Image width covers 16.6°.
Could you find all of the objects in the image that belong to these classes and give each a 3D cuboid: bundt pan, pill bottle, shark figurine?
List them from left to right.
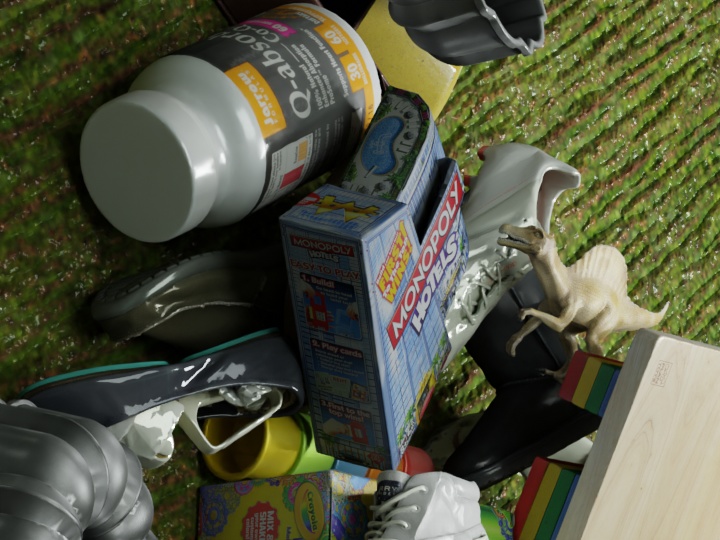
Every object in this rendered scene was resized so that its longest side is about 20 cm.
[{"bbox_3d":[-0.175,0.175,1.417,0.202,0.075,0.203,1,90,-71],"label":"bundt pan"},{"bbox_3d":[-0.084,-0.095,1.607,0.200,0.116,0.117,-32,106,-49],"label":"pill bottle"},{"bbox_3d":[0.053,-0.234,1.717,0.202,0.075,0.202,52,27,-41],"label":"bundt pan"},{"bbox_3d":[0.151,0.159,1.851,0.214,0.089,0.128,37,64,-6],"label":"shark figurine"}]

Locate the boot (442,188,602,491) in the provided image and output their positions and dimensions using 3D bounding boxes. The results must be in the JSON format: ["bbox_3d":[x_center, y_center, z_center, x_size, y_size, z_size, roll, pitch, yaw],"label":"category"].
[{"bbox_3d":[0.081,0.050,1.780,0.164,0.066,0.201,-24,83,-37],"label":"boot"}]

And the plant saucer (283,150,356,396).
[{"bbox_3d":[0.000,0.000,1.675,0.200,0.029,0.201,-47,145,-48],"label":"plant saucer"}]

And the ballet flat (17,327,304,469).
[{"bbox_3d":[-0.116,0.085,1.534,0.199,0.073,0.073,-12,91,-36],"label":"ballet flat"}]

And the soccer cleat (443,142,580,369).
[{"bbox_3d":[0.090,-0.009,1.735,0.200,0.077,0.069,-63,154,-28],"label":"soccer cleat"}]

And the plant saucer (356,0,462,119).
[{"bbox_3d":[0.040,-0.238,1.841,0.200,0.048,0.200,50,48,-32],"label":"plant saucer"}]

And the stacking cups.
[{"bbox_3d":[-0.021,0.123,1.680,0.200,0.060,0.061,14,72,-49],"label":"stacking cups"}]

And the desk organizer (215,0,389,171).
[{"bbox_3d":[-0.011,-0.147,1.736,0.200,0.077,0.072,55,45,-27],"label":"desk organizer"}]

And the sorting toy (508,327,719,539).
[{"bbox_3d":[0.195,0.139,1.730,0.198,0.069,0.201,14,98,-53],"label":"sorting toy"}]

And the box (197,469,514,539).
[{"bbox_3d":[-0.003,0.248,1.622,0.192,0.122,0.201,19,68,-47],"label":"box"}]

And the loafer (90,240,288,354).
[{"bbox_3d":[-0.093,0.025,1.601,0.200,0.075,0.070,-13,88,-51],"label":"loafer"}]

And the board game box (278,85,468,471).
[{"bbox_3d":[0.015,-0.008,1.584,0.200,0.061,0.201,71,38,-53],"label":"board game box"}]

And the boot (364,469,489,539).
[{"bbox_3d":[0.015,0.173,1.524,0.200,0.073,0.096,6,71,-57],"label":"boot"}]

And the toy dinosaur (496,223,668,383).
[{"bbox_3d":[0.164,0.033,1.737,0.200,0.058,0.101,28,87,-44],"label":"toy dinosaur"}]
